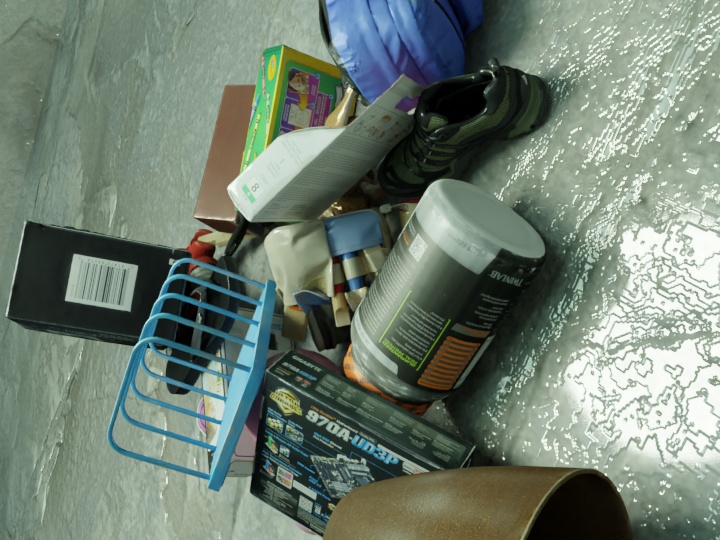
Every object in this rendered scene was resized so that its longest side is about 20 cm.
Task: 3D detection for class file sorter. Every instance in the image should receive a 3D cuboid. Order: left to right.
[{"bbox_3d":[-0.168,0.093,0.807,0.201,0.121,0.141,-95,27,-67],"label":"file sorter"}]

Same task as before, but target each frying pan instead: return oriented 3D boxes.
[{"bbox_3d":[-0.137,-0.082,1.035,0.030,0.115,0.193,10,70,20],"label":"frying pan"}]

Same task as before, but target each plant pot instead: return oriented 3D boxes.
[{"bbox_3d":[0.069,0.225,0.574,0.198,0.185,0.191,0,81,43],"label":"plant pot"}]

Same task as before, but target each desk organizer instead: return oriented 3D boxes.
[{"bbox_3d":[-0.164,-0.155,1.095,0.076,0.072,0.204,6,78,26],"label":"desk organizer"}]

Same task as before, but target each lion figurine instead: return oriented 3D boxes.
[{"bbox_3d":[-0.015,-0.129,0.927,0.122,0.072,0.204,-20,60,49],"label":"lion figurine"}]

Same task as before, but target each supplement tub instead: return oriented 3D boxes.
[{"bbox_3d":[0.069,0.030,0.713,0.202,0.121,0.123,-59,40,25],"label":"supplement tub"}]

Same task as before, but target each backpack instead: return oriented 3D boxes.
[{"bbox_3d":[0.039,-0.275,0.802,0.165,0.162,0.204,-20,59,25],"label":"backpack"}]

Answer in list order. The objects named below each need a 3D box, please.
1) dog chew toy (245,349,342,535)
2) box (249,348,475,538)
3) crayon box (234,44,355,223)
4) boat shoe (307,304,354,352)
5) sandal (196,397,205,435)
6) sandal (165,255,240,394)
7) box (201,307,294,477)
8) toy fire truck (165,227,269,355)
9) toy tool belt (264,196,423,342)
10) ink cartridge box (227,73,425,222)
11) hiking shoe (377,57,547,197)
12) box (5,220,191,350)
[{"bbox_3d":[-0.057,0.192,0.860,0.124,0.123,0.203,-44,56,39],"label":"dog chew toy"},{"bbox_3d":[-0.007,0.186,0.723,0.197,0.046,0.161,24,123,20],"label":"box"},{"bbox_3d":[-0.078,-0.162,0.977,0.058,0.117,0.204,9,88,54],"label":"crayon box"},{"bbox_3d":[-0.053,0.020,0.961,0.201,0.056,0.068,-116,14,-46],"label":"boat shoe"},{"bbox_3d":[-0.194,0.225,1.098,0.201,0.049,0.084,4,85,55],"label":"sandal"},{"bbox_3d":[-0.200,0.073,0.958,0.202,0.042,0.076,-61,39,21],"label":"sandal"},{"bbox_3d":[-0.135,0.152,0.980,0.060,0.115,0.203,-38,51,40],"label":"box"},{"bbox_3d":[-0.208,0.014,1.136,0.201,0.126,0.178,-60,38,41],"label":"toy fire truck"},{"bbox_3d":[0.000,0.000,0.824,0.125,0.196,0.126,-36,-65,-81],"label":"toy tool belt"},{"bbox_3d":[-0.020,-0.127,0.779,0.200,0.161,0.050,-43,79,17],"label":"ink cartridge box"},{"bbox_3d":[0.075,-0.141,0.753,0.199,0.100,0.077,-31,55,37],"label":"hiking shoe"},{"bbox_3d":[-0.329,0.028,0.999,0.200,0.193,0.120,157,122,-71],"label":"box"}]
